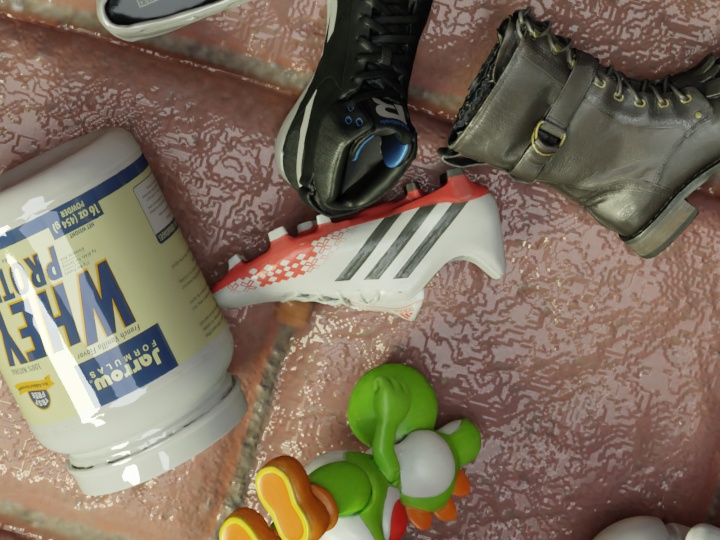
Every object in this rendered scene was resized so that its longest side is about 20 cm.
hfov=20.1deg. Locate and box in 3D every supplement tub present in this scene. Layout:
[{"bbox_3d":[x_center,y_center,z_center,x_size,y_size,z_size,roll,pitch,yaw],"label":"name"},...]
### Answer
[{"bbox_3d":[-0.168,0.026,1.293,0.144,0.145,0.201,-25,101,4],"label":"supplement tub"}]

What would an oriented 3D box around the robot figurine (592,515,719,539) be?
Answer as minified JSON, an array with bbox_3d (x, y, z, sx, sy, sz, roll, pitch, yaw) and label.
[{"bbox_3d":[0.224,0.232,1.364,0.199,0.113,0.170,17,129,-5],"label":"robot figurine"}]

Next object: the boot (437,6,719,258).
[{"bbox_3d":[0.165,-0.116,1.300,0.174,0.069,0.201,31,101,-17],"label":"boot"}]

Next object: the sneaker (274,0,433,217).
[{"bbox_3d":[0.016,-0.127,1.277,0.073,0.112,0.201,13,106,-26],"label":"sneaker"}]

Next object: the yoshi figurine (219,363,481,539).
[{"bbox_3d":[-0.006,0.121,1.318,0.112,0.199,0.113,10,111,39],"label":"yoshi figurine"}]

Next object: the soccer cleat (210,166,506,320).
[{"bbox_3d":[0.000,0.000,1.331,0.199,0.069,0.086,-20,87,-2],"label":"soccer cleat"}]

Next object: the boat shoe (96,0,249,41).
[{"bbox_3d":[-0.078,-0.204,1.287,0.199,0.066,0.072,-22,101,3],"label":"boat shoe"}]
